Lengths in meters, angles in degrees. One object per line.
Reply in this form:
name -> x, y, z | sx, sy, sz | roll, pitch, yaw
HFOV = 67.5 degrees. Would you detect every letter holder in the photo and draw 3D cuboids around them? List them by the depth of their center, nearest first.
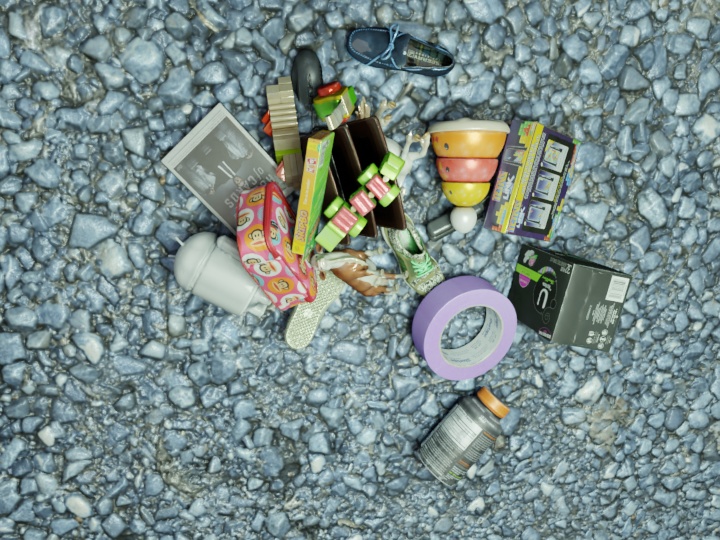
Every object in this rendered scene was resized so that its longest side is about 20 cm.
letter holder -> -0.010, -0.152, 0.940 | 0.100, 0.142, 0.202 | -23, 108, -21

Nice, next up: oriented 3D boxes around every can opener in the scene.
can opener -> 0.212, -0.131, 1.050 | 0.199, 0.053, 0.067 | -27, 73, -1

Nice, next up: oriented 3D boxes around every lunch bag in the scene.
lunch bag -> -0.142, -0.048, 0.933 | 0.081, 0.177, 0.200 | -15, 140, 11

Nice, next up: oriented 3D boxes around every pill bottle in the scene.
pill bottle -> 0.218, 0.337, 1.116 | 0.106, 0.106, 0.200 | 40, 94, -14

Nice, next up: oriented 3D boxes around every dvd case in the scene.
dvd case -> -0.234, -0.175, 0.977 | 0.150, 0.025, 0.200 | -43, 104, 3

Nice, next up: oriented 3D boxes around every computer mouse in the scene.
computer mouse -> -0.089, -0.291, 0.968 | 0.058, 0.034, 0.202 | -8, 104, -8

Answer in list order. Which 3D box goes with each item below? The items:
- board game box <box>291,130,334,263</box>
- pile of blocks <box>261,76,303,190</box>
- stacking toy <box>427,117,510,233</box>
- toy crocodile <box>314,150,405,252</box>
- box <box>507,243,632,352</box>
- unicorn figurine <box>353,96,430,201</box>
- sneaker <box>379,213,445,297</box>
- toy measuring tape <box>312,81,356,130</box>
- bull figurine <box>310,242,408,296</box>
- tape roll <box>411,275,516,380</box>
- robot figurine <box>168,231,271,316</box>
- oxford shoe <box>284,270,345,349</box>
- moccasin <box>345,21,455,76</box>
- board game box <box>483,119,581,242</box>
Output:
board game box -> -0.077, -0.118, 0.870 | 0.030, 0.096, 0.202 | 11, 113, 5
pile of blocks -> -0.139, -0.236, 0.951 | 0.062, 0.082, 0.202 | -8, 88, -6
stacking toy -> 0.192, -0.167, 0.974 | 0.145, 0.146, 0.202 | -1, 99, -8
toy crocodile -> 0.000, -0.110, 0.879 | 0.067, 0.062, 0.200 | 43, 107, -10
box -> 0.386, 0.046, 1.028 | 0.123, 0.200, 0.150 | 11, 100, -12
unicorn figurine -> 0.058, -0.210, 0.977 | 0.074, 0.137, 0.201 | -25, 74, -42
sneaker -> 0.105, -0.021, 1.028 | 0.077, 0.089, 0.201 | -35, 106, 0
toy measuring tape -> -0.053, -0.269, 0.904 | 0.073, 0.201, 0.074 | 5, 123, 8
bull figurine -> 0.000, 0.000, 0.976 | 0.121, 0.200, 0.066 | -1, 73, 30
tape roll -> 0.204, 0.114, 1.062 | 0.198, 0.066, 0.202 | -7, 115, -15
robot figurine -> -0.248, 0.005, 0.969 | 0.199, 0.113, 0.170 | 29, 131, -14
oxford shoe -> -0.088, 0.057, 1.037 | 0.075, 0.058, 0.201 | 28, 82, -7
moccasin -> 0.075, -0.395, 0.952 | 0.198, 0.068, 0.081 | 4, 102, -9
board game box -> 0.323, -0.162, 1.011 | 0.164, 0.057, 0.202 | 6, 103, -40
